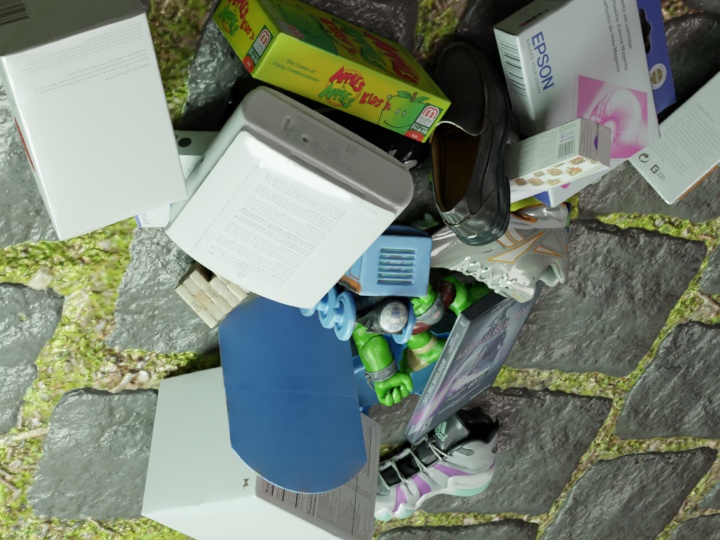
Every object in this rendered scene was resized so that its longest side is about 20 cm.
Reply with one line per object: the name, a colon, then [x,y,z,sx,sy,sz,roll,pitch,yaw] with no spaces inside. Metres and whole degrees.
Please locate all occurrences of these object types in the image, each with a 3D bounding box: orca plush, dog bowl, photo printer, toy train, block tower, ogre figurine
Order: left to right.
block tower: [-0.088,-0.036,1.571,0.200,0.054,0.058,-41,102,12]
photo printer: [-0.070,-0.053,1.427,0.166,0.070,0.200,28,139,-13]
orca plush: [-0.024,-0.131,1.493,0.199,0.106,0.071,19,167,-11]
toy train: [0.000,0.000,1.552,0.086,0.200,0.115,4,99,-21]
dog bowl: [0.037,0.102,1.794,0.199,0.050,0.112,-14,136,-19]
ogre figurine: [0.060,0.027,1.685,0.200,0.098,0.120,-40,119,8]

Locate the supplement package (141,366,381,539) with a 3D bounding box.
supplement package: [-0.098,0.204,1.701,0.151,0.151,0.200,-14,148,33]

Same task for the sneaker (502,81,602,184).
sneaker: [0.179,-0.158,1.627,0.200,0.077,0.082,29,84,-43]

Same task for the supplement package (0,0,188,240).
supplement package: [-0.229,-0.147,1.348,0.119,0.121,0.200,-20,137,-11]

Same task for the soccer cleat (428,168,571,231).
soccer cleat: [0.144,-0.079,1.687,0.200,0.065,0.084,29,83,-40]

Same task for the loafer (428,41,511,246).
loafer: [0.095,-0.126,1.502,0.073,0.201,0.072,-18,155,26]

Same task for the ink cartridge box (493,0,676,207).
ink cartridge box: [0.230,-0.190,1.564,0.200,0.043,0.197,-33,128,-19]

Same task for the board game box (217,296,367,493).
board game box: [-0.076,0.125,1.596,0.158,0.201,0.039,7,154,-36]

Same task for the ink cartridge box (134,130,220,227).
ink cartridge box: [-0.119,-0.080,1.495,0.199,0.039,0.100,3,139,14]

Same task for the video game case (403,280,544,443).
video game case: [0.123,0.086,1.728,0.143,0.019,0.200,-31,154,-40]

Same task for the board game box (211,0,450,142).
board game box: [-0.024,-0.185,1.443,0.200,0.102,0.048,17,117,-39]

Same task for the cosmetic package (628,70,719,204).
cosmetic package: [0.373,-0.158,1.687,0.200,0.071,0.101,-43,173,13]

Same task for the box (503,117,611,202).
box: [0.153,-0.094,1.524,0.039,0.042,0.200,18,158,-31]

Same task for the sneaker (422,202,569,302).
sneaker: [0.133,-0.011,1.590,0.199,0.092,0.076,-9,175,-35]

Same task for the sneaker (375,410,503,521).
sneaker: [0.078,0.208,1.908,0.199,0.078,0.140,-14,135,-31]
